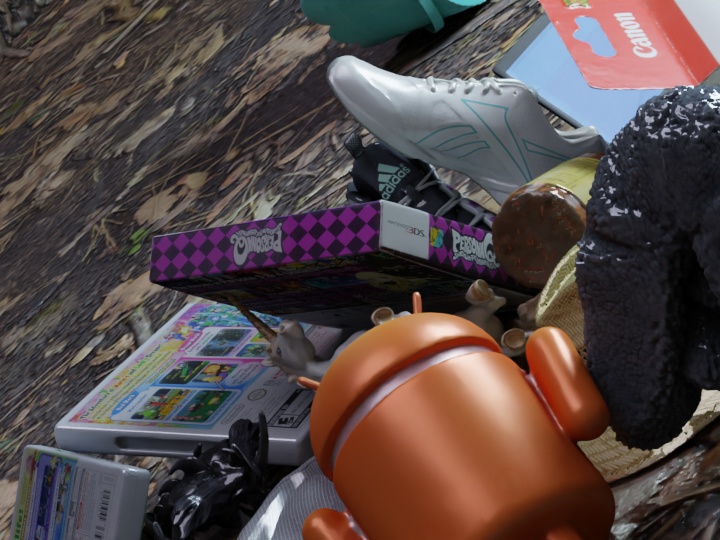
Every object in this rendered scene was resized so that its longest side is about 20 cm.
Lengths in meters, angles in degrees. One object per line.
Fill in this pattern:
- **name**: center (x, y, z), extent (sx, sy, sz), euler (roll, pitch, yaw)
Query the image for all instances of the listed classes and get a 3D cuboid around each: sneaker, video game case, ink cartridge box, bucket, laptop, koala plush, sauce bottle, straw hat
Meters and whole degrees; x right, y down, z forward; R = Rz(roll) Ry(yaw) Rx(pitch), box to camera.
- **sneaker**: center (0.073, -0.101, 1.522), extent (0.080, 0.200, 0.070), euler (-61, 6, 18)
- **video game case**: center (0.000, 0.000, 1.432), extent (0.200, 0.181, 0.036), euler (-8, 75, 43)
- **ink cartridge box**: center (0.224, -0.172, 1.443), extent (0.200, 0.050, 0.162), euler (-2, 30, -9)
- **bucket**: center (0.032, -0.313, 2.115), extent (0.135, 0.207, 0.207), euler (-12, 32, 39)
- **laptop**: center (0.223, -0.165, 1.547), extent (0.177, 0.103, 0.200), euler (-48, 20, -22)
- **koala plush**: center (0.223, -0.025, 1.157), extent (0.177, 0.184, 0.200), euler (0, 19, 44)
- **sneaker**: center (0.041, -0.040, 1.550), extent (0.078, 0.140, 0.200), euler (-45, 19, -15)
- **sauce bottle**: center (0.139, -0.037, 1.412), extent (0.066, 0.066, 0.200), euler (-31, -3, 25)
- **straw hat**: center (0.150, 0.023, 1.283), extent (0.201, 0.085, 0.201), euler (-35, 20, 14)
- **video game case**: center (-0.079, 0.073, 1.536), extent (0.182, 0.024, 0.200), euler (1, 24, 25)
- **video game case**: center (-0.186, 0.214, 1.419), extent (0.182, 0.022, 0.200), euler (1, 82, 63)

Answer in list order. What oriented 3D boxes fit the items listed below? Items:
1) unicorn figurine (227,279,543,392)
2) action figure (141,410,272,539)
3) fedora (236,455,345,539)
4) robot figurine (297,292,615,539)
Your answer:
- **unicorn figurine**: center (0.023, 0.048, 1.382), extent (0.137, 0.200, 0.074), euler (128, 147, -75)
- **action figure**: center (-0.091, 0.167, 1.396), extent (0.200, 0.102, 0.119), euler (-45, 11, 41)
- **fedora**: center (-0.010, 0.162, 1.263), extent (0.177, 0.090, 0.200), euler (-34, 19, 17)
- **robot figurine**: center (0.051, 0.102, 1.156), extent (0.116, 0.200, 0.144), euler (-8, -41, -40)
